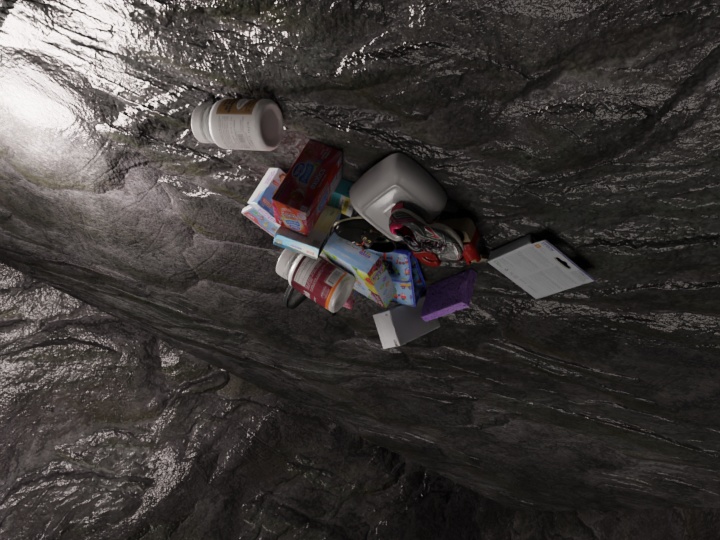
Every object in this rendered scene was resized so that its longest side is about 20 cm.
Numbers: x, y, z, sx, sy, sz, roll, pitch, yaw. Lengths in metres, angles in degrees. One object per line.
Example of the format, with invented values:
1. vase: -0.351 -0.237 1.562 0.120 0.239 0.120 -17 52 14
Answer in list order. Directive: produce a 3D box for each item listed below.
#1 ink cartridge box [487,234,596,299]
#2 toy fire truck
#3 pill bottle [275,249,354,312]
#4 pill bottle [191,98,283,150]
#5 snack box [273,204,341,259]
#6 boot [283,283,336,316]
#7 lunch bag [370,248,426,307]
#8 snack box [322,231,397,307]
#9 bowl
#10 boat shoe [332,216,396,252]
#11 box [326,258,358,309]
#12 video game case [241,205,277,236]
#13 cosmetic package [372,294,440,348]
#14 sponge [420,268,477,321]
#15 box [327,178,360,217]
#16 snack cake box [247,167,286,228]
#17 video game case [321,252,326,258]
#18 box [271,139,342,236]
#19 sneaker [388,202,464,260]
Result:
1. ink cartridge box: 0.459 -0.013 1.590 0.198 0.041 0.199 34 149 -22
2. toy fire truck: 0.239 -0.056 1.609 0.174 0.130 0.201 -4 133 39
3. pill bottle: -0.124 0.017 1.697 0.198 0.115 0.115 31 155 15
4. pill bottle: -0.289 -0.341 1.460 0.197 0.116 0.115 7 149 24
5. snack box: -0.128 -0.111 1.559 0.114 0.201 0.038 19 126 4
6. boot: -0.130 0.072 1.823 0.161 0.073 0.200 36 124 14
7. lunch bag: 0.095 -0.005 1.827 0.148 0.095 0.202 10 138 27
8. snack box: 0.000 0.000 1.730 0.167 0.068 0.201 30 162 29
9. bowl: 0.089 -0.160 1.503 0.199 0.075 0.199 37 129 -26
10. boat shoe: 0.016 -0.089 1.596 0.199 0.064 0.073 10 148 -42
11. box: -0.104 0.030 1.920 0.197 0.104 0.095 18 159 19
12. video game case: -0.241 -0.159 1.827 0.142 0.018 0.198 37 148 -28
13. cosmetic package: 0.142 0.153 1.907 0.198 0.115 0.081 -15 178 -41
14. sponge: 0.251 0.073 1.806 0.030 0.113 0.199 29 151 -21
15. box: -0.026 -0.183 1.622 0.197 0.050 0.083 22 152 -1
16. snack cake box: -0.190 -0.167 1.680 0.199 0.116 0.067 40 165 -32
17. video game case: -0.060 -0.035 1.880 0.141 0.018 0.201 20 160 17
18. box: -0.124 -0.198 1.496 0.094 0.202 0.100 22 153 10
19. sneaker: 0.150 -0.074 1.461 0.198 0.075 0.081 27 135 -10
